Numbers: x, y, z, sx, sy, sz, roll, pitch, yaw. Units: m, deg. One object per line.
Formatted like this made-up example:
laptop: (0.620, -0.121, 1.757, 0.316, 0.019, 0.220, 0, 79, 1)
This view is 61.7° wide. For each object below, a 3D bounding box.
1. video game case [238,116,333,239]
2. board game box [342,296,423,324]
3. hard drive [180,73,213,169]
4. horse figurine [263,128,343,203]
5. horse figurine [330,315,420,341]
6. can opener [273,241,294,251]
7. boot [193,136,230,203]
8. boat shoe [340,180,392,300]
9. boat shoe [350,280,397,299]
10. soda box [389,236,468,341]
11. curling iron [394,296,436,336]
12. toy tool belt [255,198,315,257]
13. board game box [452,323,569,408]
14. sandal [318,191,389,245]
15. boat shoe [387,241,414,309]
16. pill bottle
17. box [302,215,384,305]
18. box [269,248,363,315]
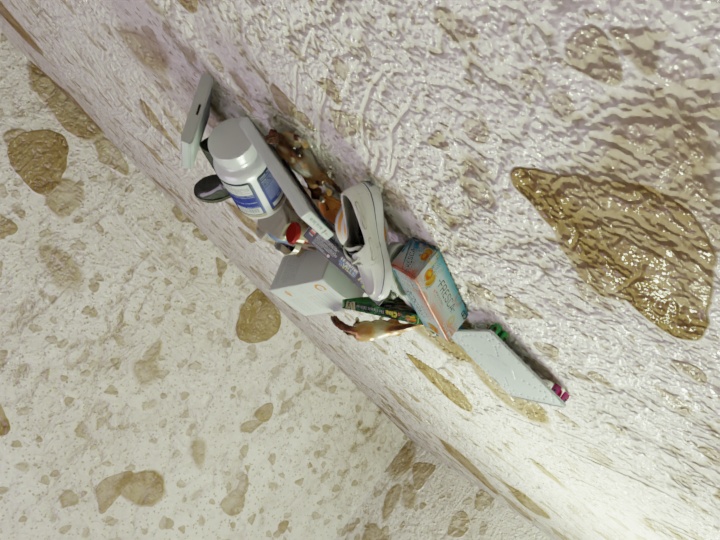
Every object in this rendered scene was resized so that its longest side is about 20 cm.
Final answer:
video game case: (-0.125, -0.155, 1.058, 0.202, 0.024, 0.182, 56, -177, 13)
board game box: (0.067, 0.078, 1.213, 0.197, 0.024, 0.104, 9, -170, 43)
hard drive: (-0.321, -0.285, 1.181, 0.026, 0.135, 0.200, 18, 172, -15)
horse figurine: (-0.096, -0.180, 1.024, 0.200, 0.050, 0.132, 45, 176, -39)
horse figurine: (0.034, 0.129, 1.369, 0.195, 0.051, 0.132, -1, -176, -14)
can opener: (-0.204, -0.103, 1.520, 0.200, 0.077, 0.065, 40, 144, 53)
boot: (-0.312, -0.221, 1.325, 0.200, 0.178, 0.074, 62, -163, -77)
boat shoe: (0.005, -0.039, 0.974, 0.072, 0.065, 0.204, 29, 132, 47)
boat shoe: (0.000, 0.000, 1.285, 0.200, 0.065, 0.073, 43, 164, -9)
soda box: (0.123, 0.036, 1.047, 0.063, 0.069, 0.201, 30, 161, 40)
curling iron: (0.117, 0.084, 1.262, 0.199, 0.050, 0.026, 29, 164, 50)
toy tool belt: (-0.139, -0.094, 1.335, 0.121, 0.127, 0.199, 12, -169, -38)
board game box: (0.274, 0.174, 1.140, 0.200, 0.026, 0.200, 44, 166, -7)
sandal: (-0.028, -0.082, 1.076, 0.205, 0.059, 0.081, 28, 134, 45)
boat shoe: (0.073, 0.006, 1.095, 0.064, 0.075, 0.202, 30, 169, 28)
pill bottle: (-0.223, -0.200, 1.194, 0.115, 0.116, 0.201, 35, 165, 22)
box: (-0.014, -0.028, 1.186, 0.199, 0.035, 0.110, 43, -156, 0)
box: (-0.095, 0.025, 1.387, 0.198, 0.099, 0.124, -10, 141, 46)
